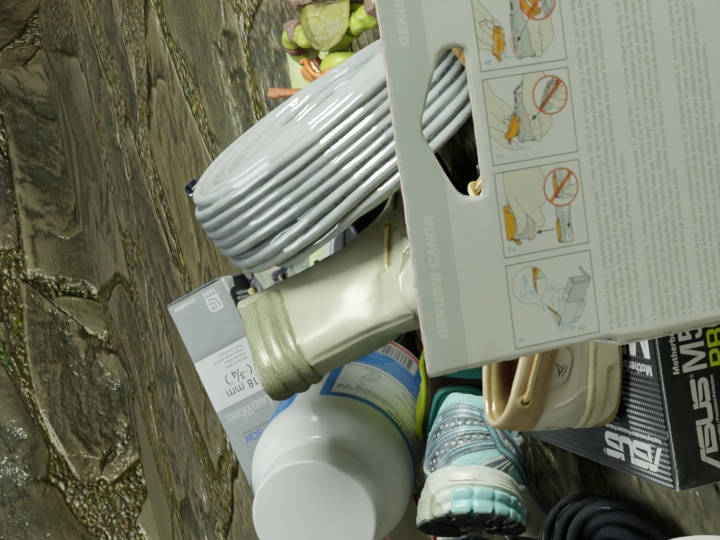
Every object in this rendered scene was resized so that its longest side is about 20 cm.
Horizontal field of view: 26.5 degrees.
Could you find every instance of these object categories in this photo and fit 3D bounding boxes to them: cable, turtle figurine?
[{"bbox_3d":[-0.014,-0.080,0.956,0.069,0.200,0.200,51,-160,-12],"label":"cable"},{"bbox_3d":[0.146,0.210,0.833,0.163,0.051,0.200,105,151,-56],"label":"cable"},{"bbox_3d":[-0.024,-0.196,1.080,0.200,0.064,0.162,-7,86,56],"label":"turtle figurine"}]

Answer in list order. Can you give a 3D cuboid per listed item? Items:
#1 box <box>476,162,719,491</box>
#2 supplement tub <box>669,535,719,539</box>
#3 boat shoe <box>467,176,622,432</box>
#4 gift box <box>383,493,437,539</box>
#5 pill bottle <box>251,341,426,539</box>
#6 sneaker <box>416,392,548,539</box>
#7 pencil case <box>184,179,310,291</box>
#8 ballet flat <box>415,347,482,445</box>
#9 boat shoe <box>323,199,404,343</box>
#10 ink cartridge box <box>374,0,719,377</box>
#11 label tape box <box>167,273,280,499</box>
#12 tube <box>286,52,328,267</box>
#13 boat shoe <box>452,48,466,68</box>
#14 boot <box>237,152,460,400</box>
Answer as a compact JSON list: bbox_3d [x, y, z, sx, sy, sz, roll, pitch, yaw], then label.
[{"bbox_3d":[0.125,0.017,0.793,0.200,0.044,0.161,-168,69,-73],"label":"box"},{"bbox_3d":[0.165,0.209,0.591,0.200,0.144,0.145,-133,36,-62],"label":"supplement tub"},{"bbox_3d":[0.080,-0.015,0.723,0.074,0.069,0.201,-150,52,-69],"label":"boat shoe"},{"bbox_3d":[-0.009,0.265,1.153,0.185,0.186,0.200,133,119,-71],"label":"gift box"},{"bbox_3d":[-0.013,0.128,1.065,0.200,0.112,0.113,-59,-35,-68],"label":"pill bottle"},{"bbox_3d":[0.081,0.125,0.937,0.200,0.077,0.087,63,-152,-71],"label":"sneaker"},{"bbox_3d":[-0.056,-0.002,1.199,0.078,0.089,0.200,-26,97,50],"label":"pencil case"},{"bbox_3d":[0.068,0.052,0.991,0.200,0.067,0.067,103,168,-57],"label":"ballet flat"},{"bbox_3d":[0.015,-0.030,1.122,0.066,0.070,0.201,-138,48,-68],"label":"boat shoe"},{"bbox_3d":[0.089,-0.068,0.628,0.044,0.173,0.201,-165,65,-73],"label":"ink cartridge box"},{"bbox_3d":[-0.063,0.100,1.256,0.200,0.063,0.144,64,-159,5],"label":"label tape box"},{"bbox_3d":[-0.017,-0.092,1.189,0.052,0.058,0.201,22,-125,-62],"label":"tube"},{"bbox_3d":[0.070,-0.169,0.837,0.200,0.069,0.071,54,137,16],"label":"boat shoe"},{"bbox_3d":[0.000,0.000,0.963,0.072,0.154,0.200,57,-169,-20],"label":"boot"}]
